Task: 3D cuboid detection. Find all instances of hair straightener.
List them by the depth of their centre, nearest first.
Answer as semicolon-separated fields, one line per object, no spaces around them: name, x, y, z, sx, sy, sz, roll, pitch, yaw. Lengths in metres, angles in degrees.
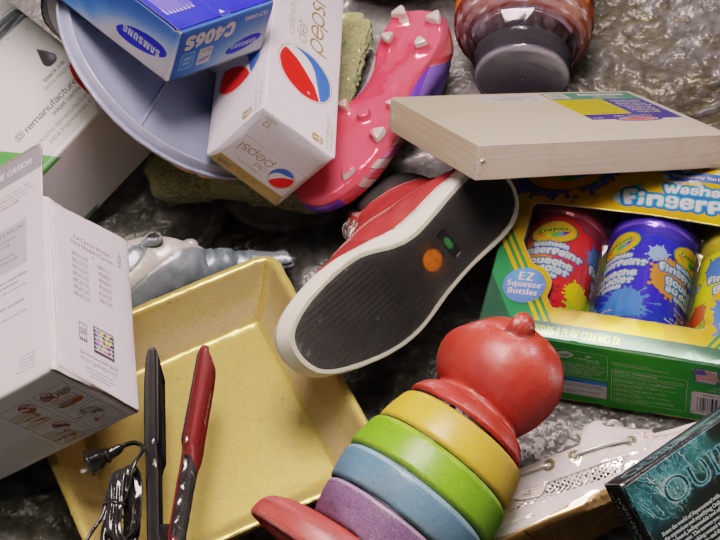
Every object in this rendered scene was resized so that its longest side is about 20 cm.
hair straightener;-0.139;0.136;1.311;0.077;0.041;0.201;0;57;7

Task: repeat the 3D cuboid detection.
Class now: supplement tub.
supplement tub;0.125;-0.219;1.563;0.107;0.107;0.200;0;52;7

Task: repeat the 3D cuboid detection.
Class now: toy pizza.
toy pizza;-0.137;-0.142;1.475;0.200;0.032;0.201;30;38;-26

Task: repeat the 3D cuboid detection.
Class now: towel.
towel;-0.073;-0.126;1.560;0.148;0.037;0.200;5;53;10

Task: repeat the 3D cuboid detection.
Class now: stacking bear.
stacking bear;0.048;0.115;1.273;0.114;0.122;0.200;27;72;39

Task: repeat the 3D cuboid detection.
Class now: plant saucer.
plant saucer;-0.108;0.106;1.378;0.200;0.049;0.200;-23;54;-11

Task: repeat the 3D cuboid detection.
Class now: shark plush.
shark plush;-0.148;0.023;1.459;0.199;0.091;0.084;-14;76;-22

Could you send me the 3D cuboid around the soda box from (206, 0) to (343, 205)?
soda box;-0.059;-0.144;1.476;0.064;0.068;0.200;-38;32;31

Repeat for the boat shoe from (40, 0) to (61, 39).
boat shoe;-0.197;-0.191;1.550;0.066;0.070;0.200;-8;7;21

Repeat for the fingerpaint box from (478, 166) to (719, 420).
fingerpaint box;0.193;0.008;1.401;0.199;0.073;0.167;9;53;13

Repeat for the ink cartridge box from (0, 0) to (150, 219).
ink cartridge box;-0.272;-0.113;1.524;0.200;0.083;0.147;37;81;30

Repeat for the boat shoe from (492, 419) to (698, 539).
boat shoe;0.160;0.125;1.318;0.199;0.071;0.069;-19;54;-6

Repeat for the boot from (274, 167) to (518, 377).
boot;0.000;0.000;1.414;0.200;0.073;0.144;-40;19;-23

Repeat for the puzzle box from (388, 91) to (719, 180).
puzzle box;0.136;-0.095;1.424;0.199;0.026;0.133;-4;19;-25

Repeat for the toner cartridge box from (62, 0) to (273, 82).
toner cartridge box;-0.164;-0.210;1.423;0.200;0.043;0.095;39;41;24

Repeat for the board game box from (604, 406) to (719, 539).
board game box;0.264;0.137;1.276;0.200;0.028;0.136;-31;94;-17

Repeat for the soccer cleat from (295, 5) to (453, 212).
soccer cleat;0.016;-0.107;1.508;0.067;0.077;0.200;11;54;27

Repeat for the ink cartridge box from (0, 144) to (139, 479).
ink cartridge box;-0.249;0.041;1.357;0.200;0.084;0.176;-26;53;27
